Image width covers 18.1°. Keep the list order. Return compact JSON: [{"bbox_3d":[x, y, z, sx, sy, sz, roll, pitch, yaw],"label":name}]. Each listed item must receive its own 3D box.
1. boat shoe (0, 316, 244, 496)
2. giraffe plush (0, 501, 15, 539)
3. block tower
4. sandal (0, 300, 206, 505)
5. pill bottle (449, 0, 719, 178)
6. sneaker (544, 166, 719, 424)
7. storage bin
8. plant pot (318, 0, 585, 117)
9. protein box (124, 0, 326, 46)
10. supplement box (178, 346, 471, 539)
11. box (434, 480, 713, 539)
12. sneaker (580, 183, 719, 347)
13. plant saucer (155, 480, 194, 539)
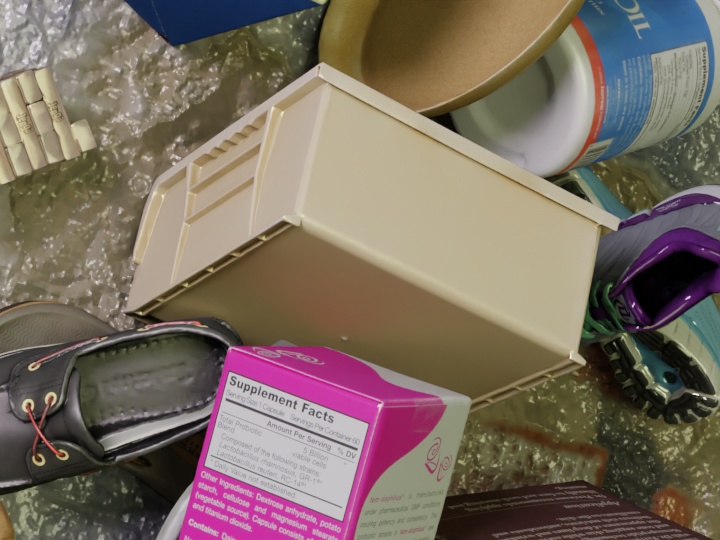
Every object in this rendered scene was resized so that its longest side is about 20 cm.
[{"bbox_3d":[-0.156,0.073,1.205,0.201,0.063,0.074,-17,93,-6],"label":"boat shoe"},{"bbox_3d":[-0.243,0.233,1.174,0.162,0.173,0.200,-14,130,-17],"label":"giraffe plush"},{"bbox_3d":[-0.246,-0.054,1.214,0.200,0.054,0.058,-24,100,-27],"label":"block tower"},{"bbox_3d":[-0.132,0.081,1.270,0.200,0.055,0.082,35,74,-23],"label":"sandal"},{"bbox_3d":[0.154,-0.127,1.380,0.200,0.112,0.112,-19,98,-45],"label":"pill bottle"},{"bbox_3d":[0.166,0.000,1.431,0.200,0.078,0.090,54,42,-11],"label":"sneaker"},{"bbox_3d":[0.000,0.000,1.266,0.200,0.198,0.094,25,61,-25],"label":"storage bin"},{"bbox_3d":[0.063,-0.162,1.303,0.027,0.200,0.200,43,70,-37],"label":"plant pot"},{"bbox_3d":[-0.052,-0.249,1.238,0.135,0.198,0.200,44,70,-20],"label":"protein box"},{"bbox_3d":[-0.029,0.147,1.191,0.101,0.103,0.200,5,103,-60],"label":"supplement box"},{"bbox_3d":[0.123,0.231,1.289,0.166,0.200,0.164,-2,105,-37],"label":"box"},{"bbox_3d":[0.138,0.012,1.335,0.074,0.200,0.088,57,26,-12],"label":"sneaker"},{"bbox_3d":[-0.050,0.173,1.297,0.200,0.050,0.200,-12,111,-34],"label":"plant saucer"}]
